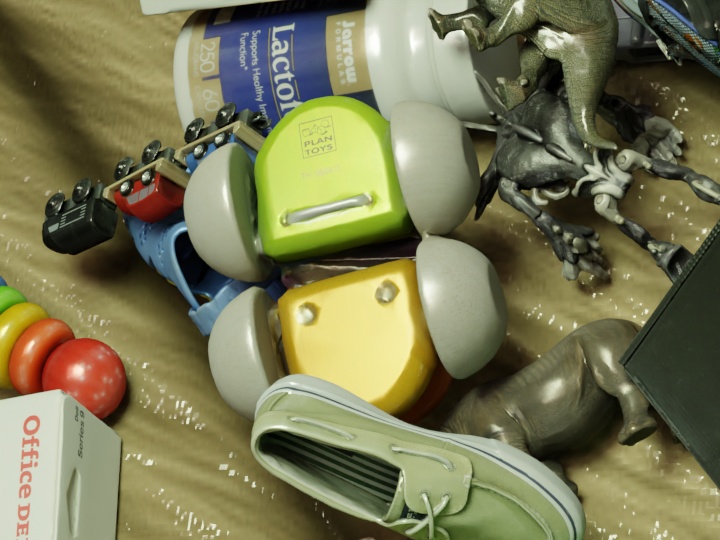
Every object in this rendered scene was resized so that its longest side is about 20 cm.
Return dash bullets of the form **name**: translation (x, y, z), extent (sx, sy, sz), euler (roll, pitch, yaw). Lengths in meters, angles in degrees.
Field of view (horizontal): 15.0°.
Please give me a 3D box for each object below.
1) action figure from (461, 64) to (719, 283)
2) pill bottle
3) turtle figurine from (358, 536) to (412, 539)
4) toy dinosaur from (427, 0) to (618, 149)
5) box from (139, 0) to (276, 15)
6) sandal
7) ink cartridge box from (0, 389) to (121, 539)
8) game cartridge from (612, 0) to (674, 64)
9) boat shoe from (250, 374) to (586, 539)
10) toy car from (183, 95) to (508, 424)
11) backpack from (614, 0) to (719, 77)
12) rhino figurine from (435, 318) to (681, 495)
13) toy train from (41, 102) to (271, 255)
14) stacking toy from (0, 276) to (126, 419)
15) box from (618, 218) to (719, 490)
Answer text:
- **action figure**: translation (0.146, -0.049, 1.616), extent (0.200, 0.102, 0.119), euler (32, 87, 33)
- **pill bottle**: translation (-0.007, -0.125, 1.719), extent (0.199, 0.116, 0.116), euler (-9, 62, 23)
- **turtle figurine**: translation (0.021, 0.182, 1.532), extent (0.199, 0.161, 0.065), euler (10, 81, 21)
- **toy dinosaur**: translation (0.102, -0.155, 1.590), extent (0.102, 0.077, 0.200), euler (-31, 52, -13)
- **box**: translation (-0.042, -0.243, 1.736), extent (0.151, 0.200, 0.107), euler (-4, 108, 26)
- **sandal**: translation (-0.094, -0.010, 1.725), extent (0.079, 0.087, 0.200), euler (-45, 53, 2)
- **ink cartridge box**: translation (-0.256, 0.169, 1.717), extent (0.199, 0.084, 0.147), euler (-11, 62, 22)
- **game cartridge**: translation (0.239, -0.195, 1.682), extent (0.199, 0.038, 0.130), euler (-3, 69, 25)
- **boat shoe**: translation (0.029, 0.124, 1.533), extent (0.199, 0.062, 0.072), euler (21, 120, 4)
- **toy car**: translation (0.000, 0.000, 1.627), extent (0.174, 0.150, 0.201), euler (-14, 77, 14)
- **backpack**: translation (0.223, -0.204, 1.585), extent (0.190, 0.154, 0.200), euler (40, 81, 27)
- **rhino figurine**: translation (0.095, 0.098, 1.593), extent (0.199, 0.060, 0.088), euler (-30, 60, 12)
- **toy train**: translation (-0.130, -0.053, 1.708), extent (0.199, 0.034, 0.046), euler (-24, 44, 38)
- **stacking toy**: translation (-0.233, 0.041, 1.780), extent (0.199, 0.085, 0.086), euler (24, 78, 27)
- **box**: translation (0.251, 0.056, 1.460), extent (0.200, 0.047, 0.193), euler (53, 131, 24)
